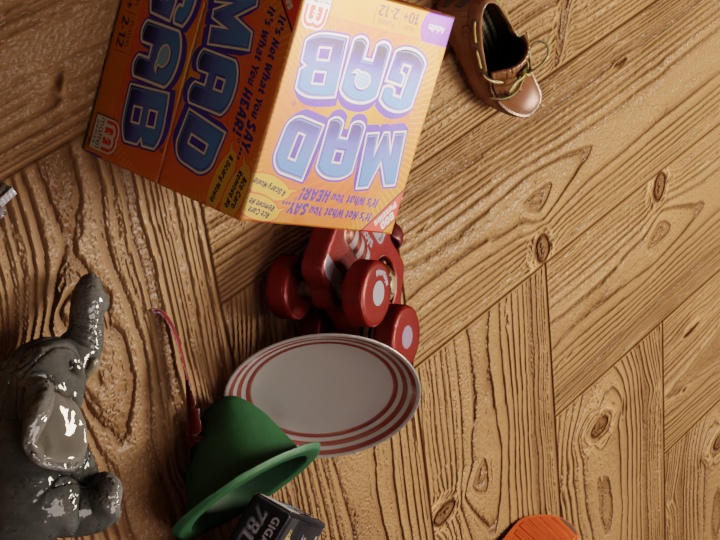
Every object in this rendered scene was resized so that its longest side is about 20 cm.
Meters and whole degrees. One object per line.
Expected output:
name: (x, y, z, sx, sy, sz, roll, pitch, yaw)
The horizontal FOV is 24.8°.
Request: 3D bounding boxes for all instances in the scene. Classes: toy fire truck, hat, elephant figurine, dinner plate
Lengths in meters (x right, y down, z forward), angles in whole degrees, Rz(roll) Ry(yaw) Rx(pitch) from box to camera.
toy fire truck: (0.000, 0.000, 1.673, 0.200, 0.112, 0.168, 56, 46, -49)
hat: (-0.149, 0.144, 1.631, 0.166, 0.176, 0.200, -18, 160, -47)
elephant figurine: (-0.278, 0.123, 1.383, 0.141, 0.155, 0.200, -6, 108, -2)
dinner plate: (-0.039, 0.123, 1.656, 0.200, 0.200, 0.024, 63, 17, -46)

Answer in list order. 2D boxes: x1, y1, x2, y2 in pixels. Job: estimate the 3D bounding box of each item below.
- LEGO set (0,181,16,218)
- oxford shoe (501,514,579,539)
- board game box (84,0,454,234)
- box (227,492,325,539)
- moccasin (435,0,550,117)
LEGO set: (-0.344, -0.079, 1.189, 0.154, 0.116, 0.200, -41, 136, -30)
oxford shoe: (0.210, 0.382, 2.167, 0.200, 0.071, 0.073, -17, 141, -40)
board game box: (-0.078, -0.160, 1.403, 0.200, 0.200, 0.200, 3, 106, -52)
box: (-0.118, 0.332, 1.688, 0.200, 0.050, 0.199, -60, 164, -7)
moccasin: (0.151, -0.229, 1.744, 0.074, 0.078, 0.201, -52, 141, -18)
